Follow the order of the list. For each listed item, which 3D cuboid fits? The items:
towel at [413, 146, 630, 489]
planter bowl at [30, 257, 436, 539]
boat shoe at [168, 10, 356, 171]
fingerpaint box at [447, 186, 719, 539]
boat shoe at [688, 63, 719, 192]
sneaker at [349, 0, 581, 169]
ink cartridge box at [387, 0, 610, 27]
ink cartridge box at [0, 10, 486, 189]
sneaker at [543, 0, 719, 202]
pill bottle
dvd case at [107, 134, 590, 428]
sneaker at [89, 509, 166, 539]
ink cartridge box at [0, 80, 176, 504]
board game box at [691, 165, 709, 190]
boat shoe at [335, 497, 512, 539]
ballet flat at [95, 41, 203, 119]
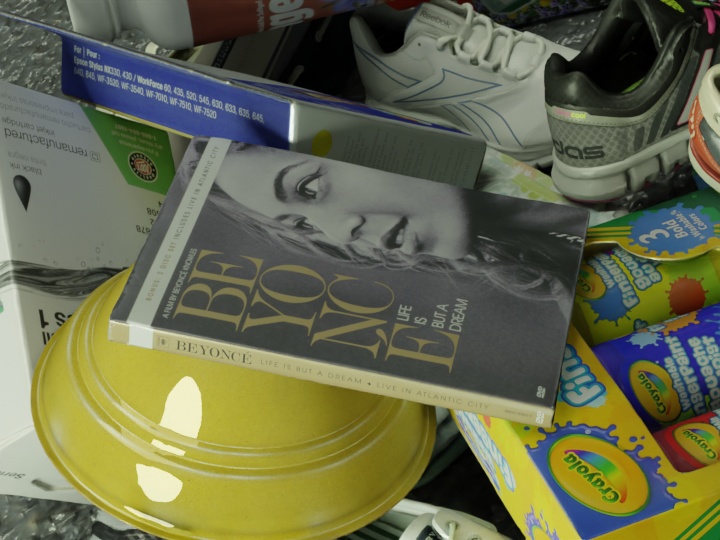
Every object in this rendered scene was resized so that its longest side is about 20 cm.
[{"bbox_3d":[0.038,0.016,1.093,0.200,0.048,0.171,-42,37,-13],"label":"towel"},{"bbox_3d":[-0.056,0.033,0.956,0.199,0.084,0.201,6,38,-4],"label":"planter bowl"},{"bbox_3d":[-0.065,-0.106,1.281,0.075,0.092,0.201,43,106,46],"label":"boat shoe"},{"bbox_3d":[0.138,0.059,0.922,0.166,0.074,0.200,-18,37,-10],"label":"fingerpaint box"},{"bbox_3d":[0.246,-0.038,0.941,0.199,0.063,0.071,28,68,16],"label":"boat shoe"},{"bbox_3d":[0.069,-0.115,1.179,0.199,0.087,0.075,9,51,38],"label":"sneaker"},{"bbox_3d":[0.070,-0.204,1.255,0.199,0.109,0.051,-10,43,25],"label":"ink cartridge box"},{"bbox_3d":[-0.067,-0.086,1.089,0.197,0.199,0.047,21,100,43],"label":"ink cartridge box"},{"bbox_3d":[0.177,-0.118,1.046,0.199,0.088,0.074,-31,37,-5],"label":"sneaker"},{"bbox_3d":[-0.077,-0.192,1.166,0.199,0.113,0.112,-14,38,-6],"label":"pill bottle"},{"bbox_3d":[0.000,0.000,0.922,0.199,0.016,0.149,11,39,6],"label":"dvd case"},{"bbox_3d":[-0.090,0.184,0.977,0.199,0.075,0.115,13,57,48],"label":"sneaker"},{"bbox_3d":[-0.161,0.015,1.079,0.084,0.146,0.201,-29,64,33],"label":"ink cartridge box"},{"bbox_3d":[0.279,-0.115,1.077,0.199,0.037,0.152,-12,42,22],"label":"board game box"},{"bbox_3d":[0.034,0.147,0.935,0.199,0.067,0.074,7,53,39],"label":"boat shoe"},{"bbox_3d":[-0.139,-0.114,1.335,0.200,0.064,0.067,-46,40,-16],"label":"ballet flat"}]
